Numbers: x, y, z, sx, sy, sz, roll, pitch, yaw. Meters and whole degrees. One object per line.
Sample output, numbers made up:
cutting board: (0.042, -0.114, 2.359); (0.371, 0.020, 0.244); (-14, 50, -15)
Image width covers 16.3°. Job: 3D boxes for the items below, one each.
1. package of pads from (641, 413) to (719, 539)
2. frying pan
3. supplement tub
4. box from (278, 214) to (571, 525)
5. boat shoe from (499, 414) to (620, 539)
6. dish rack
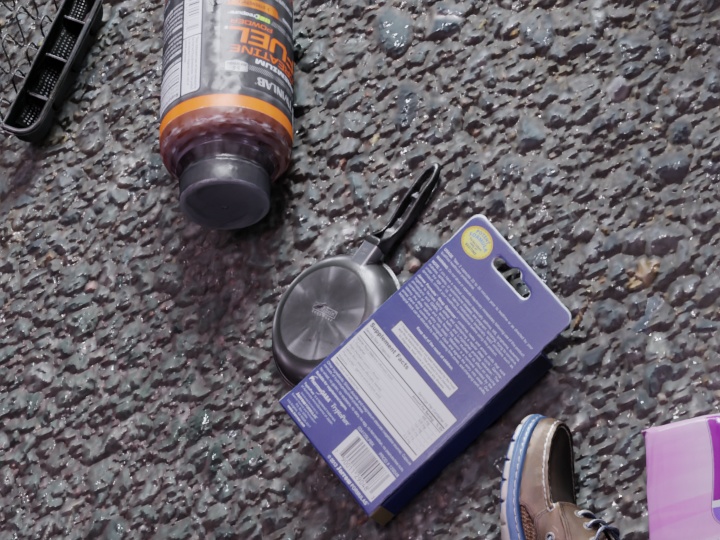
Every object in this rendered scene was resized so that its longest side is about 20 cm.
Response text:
package of pads: (0.272, 0.140, 1.565); (0.199, 0.076, 0.121); (-15, 57, 26)
frying pan: (0.007, 0.012, 1.855); (0.190, 0.031, 0.115); (-42, 50, 9)
supplement tub: (-0.104, -0.134, 1.962); (0.106, 0.107, 0.201); (-17, 56, 25)
box: (0.050, 0.068, 1.776); (0.200, 0.032, 0.121); (-44, 58, 6)
boat shoe: (0.135, 0.190, 1.639); (0.072, 0.072, 0.202); (-7, 69, 25)
dish rack: (-0.328, -0.201, 2.147); (0.199, 0.055, 0.154); (20, 73, 15)
